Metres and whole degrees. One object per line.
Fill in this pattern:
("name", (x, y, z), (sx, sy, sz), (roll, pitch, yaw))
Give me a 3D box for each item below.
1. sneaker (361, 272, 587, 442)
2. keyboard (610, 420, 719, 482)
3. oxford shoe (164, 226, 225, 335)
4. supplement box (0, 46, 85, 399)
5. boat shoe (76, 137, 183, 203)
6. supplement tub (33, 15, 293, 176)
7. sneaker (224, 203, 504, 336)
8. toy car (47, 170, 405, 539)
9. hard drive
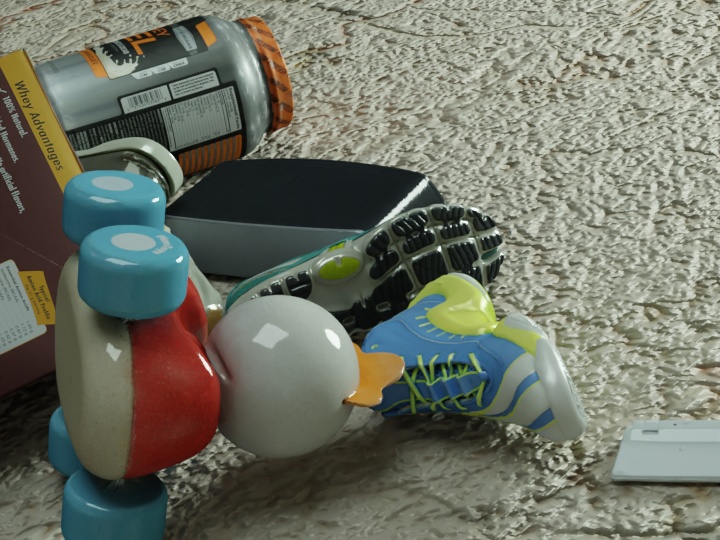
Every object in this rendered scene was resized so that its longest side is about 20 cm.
("sneaker", (0.058, 0.070, 1.204), (0.105, 0.076, 0.200), (-28, 21, -8))
("keyboard", (0.242, 0.103, 1.123), (0.199, 0.011, 0.056), (-2, 32, 19))
("oxford shoe", (-0.134, 0.018, 1.391), (0.058, 0.075, 0.200), (25, 7, -18))
("supplement box", (-0.277, -0.004, 1.280), (0.200, 0.198, 0.133), (-27, 2, -32))
("boat shoe", (-0.222, -0.049, 1.519), (0.201, 0.072, 0.060), (-12, 35, 41))
("supplement tub", (-0.163, -0.134, 1.631), (0.199, 0.123, 0.123), (-19, 27, -18))
("sneaker", (0.000, 0.000, 1.356), (0.199, 0.078, 0.080), (-17, 17, -13))
("toy car", (-0.076, 0.054, 1.180), (0.199, 0.185, 0.177), (1, 22, -15))
("hard drive", (-0.050, -0.040, 1.486), (0.199, 0.043, 0.135), (5, 30, 30))
